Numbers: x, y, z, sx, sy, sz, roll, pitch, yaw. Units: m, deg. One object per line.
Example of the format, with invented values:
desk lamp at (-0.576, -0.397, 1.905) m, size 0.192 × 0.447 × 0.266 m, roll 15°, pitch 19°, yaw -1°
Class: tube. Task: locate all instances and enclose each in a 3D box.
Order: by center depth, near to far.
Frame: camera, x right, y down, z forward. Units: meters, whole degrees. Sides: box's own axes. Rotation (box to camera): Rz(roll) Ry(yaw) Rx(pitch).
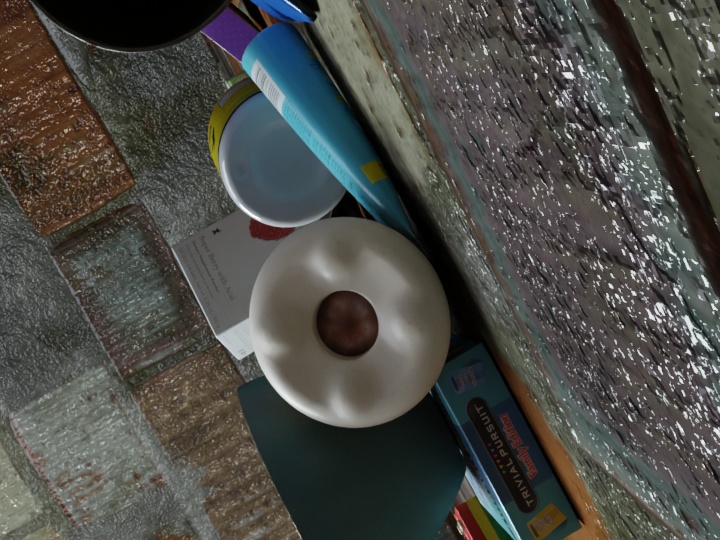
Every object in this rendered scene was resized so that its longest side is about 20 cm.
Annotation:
tube at (-0.015, -0.093, 0.771) m, size 0.201 × 0.050 × 0.077 m, roll 54°, pitch -173°, yaw 15°

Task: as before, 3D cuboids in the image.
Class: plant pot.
plant pot at (0.006, 0.152, 0.842) m, size 0.202 × 0.134 × 0.200 m, roll 62°, pitch 176°, yaw 7°

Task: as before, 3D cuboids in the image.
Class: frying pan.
frying pan at (-0.029, 0.000, 1.036) m, size 0.191 × 0.031 × 0.116 m, roll -65°, pitch -32°, yaw -51°

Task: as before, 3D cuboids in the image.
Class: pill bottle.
pill bottle at (-0.078, -0.114, 0.937) m, size 0.115 × 0.113 × 0.200 m, roll 62°, pitch 177°, yaw -19°

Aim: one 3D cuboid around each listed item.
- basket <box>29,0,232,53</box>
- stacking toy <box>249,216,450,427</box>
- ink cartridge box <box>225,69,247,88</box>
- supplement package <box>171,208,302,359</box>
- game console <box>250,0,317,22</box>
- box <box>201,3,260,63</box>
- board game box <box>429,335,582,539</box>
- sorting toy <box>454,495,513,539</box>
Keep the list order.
basket at (-0.117, -0.223, 0.542) m, size 0.200 × 0.134 × 0.182 m, roll -113°, pitch 24°, yaw -66°
stacking toy at (0.011, 0.025, 0.802) m, size 0.147 × 0.145 × 0.200 m, roll 61°, pitch -163°, yaw 0°
ink cartridge box at (-0.141, -0.201, 1.664) m, size 0.201 × 0.048 × 0.146 m, roll 59°, pitch 176°, yaw 28°
supplement package at (-0.090, -0.009, 1.188) m, size 0.122 × 0.199 × 0.120 m, roll 59°, pitch 177°, yaw 18°
game console at (-0.095, -0.271, 0.750) m, size 0.200 × 0.117 × 0.173 m, roll -131°, pitch 44°, yaw -72°
box at (-0.187, -0.294, 1.086) m, size 0.199 × 0.039 × 0.137 m, roll 35°, pitch -169°, yaw -29°
board game box at (0.097, 0.130, 0.844) m, size 0.152 × 0.047 × 0.200 m, roll 61°, pitch 177°, yaw 0°
sorting toy at (0.164, 0.308, 1.065) m, size 0.200 × 0.069 × 0.200 m, roll 60°, pitch 176°, yaw 16°
